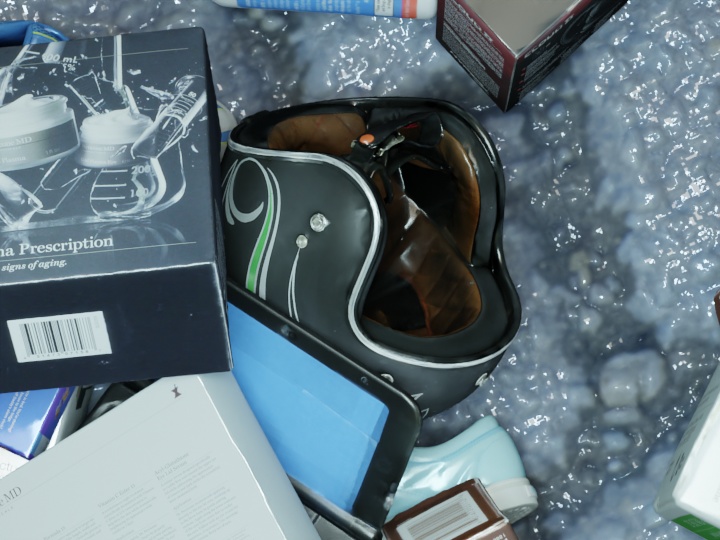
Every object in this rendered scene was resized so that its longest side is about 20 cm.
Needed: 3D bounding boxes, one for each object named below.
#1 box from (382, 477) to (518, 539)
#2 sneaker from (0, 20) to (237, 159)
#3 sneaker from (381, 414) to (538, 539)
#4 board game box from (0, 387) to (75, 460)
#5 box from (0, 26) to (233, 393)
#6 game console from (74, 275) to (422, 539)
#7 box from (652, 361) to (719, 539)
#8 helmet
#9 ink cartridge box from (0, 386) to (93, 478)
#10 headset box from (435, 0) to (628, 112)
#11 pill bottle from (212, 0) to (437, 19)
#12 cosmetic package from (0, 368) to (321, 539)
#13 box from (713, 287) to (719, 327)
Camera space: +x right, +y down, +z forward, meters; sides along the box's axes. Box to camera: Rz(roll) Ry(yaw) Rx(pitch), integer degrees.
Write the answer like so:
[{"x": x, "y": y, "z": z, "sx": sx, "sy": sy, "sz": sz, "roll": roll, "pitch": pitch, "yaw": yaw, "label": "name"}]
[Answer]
[{"x": 0.094, "y": 0.237, "z": 1.638, "sx": 0.075, "sy": 0.100, "sz": 0.201, "roll": -27, "pitch": 105, "yaw": -3, "label": "box"}, {"x": -0.179, "y": -0.111, "z": 1.729, "sx": 0.199, "sy": 0.105, "sz": 0.076, "roll": 13, "pitch": 82, "yaw": 4, "label": "sneaker"}, {"x": 0.009, "y": 0.147, "z": 1.709, "sx": 0.199, "sy": 0.074, "sz": 0.082, "roll": -16, "pitch": 70, "yaw": -7, "label": "sneaker"}, {"x": -0.219, "y": 0.001, "z": 1.659, "sx": 0.134, "sy": 0.045, "sz": 0.201, "roll": 24, "pitch": 81, "yaw": 6, "label": "board game box"}, {"x": -0.179, "y": -0.034, "z": 1.553, "sx": 0.199, "sy": 0.104, "sz": 0.183, "roll": -6, "pitch": 51, "yaw": 0, "label": "box"}, {"x": -0.087, "y": 0.116, "z": 1.605, "sx": 0.199, "sy": 0.117, "sz": 0.176, "roll": 32, "pitch": 74, "yaw": 16, "label": "game console"}, {"x": 0.298, "y": 0.095, "z": 1.635, "sx": 0.171, "sy": 0.199, "sz": 0.201, "roll": 26, "pitch": 85, "yaw": 5, "label": "box"}, {"x": 0.000, "y": 0.000, "z": 1.664, "sx": 0.199, "sy": 0.200, "sz": 0.192, "roll": -5, "pitch": 107, "yaw": 1, "label": "helmet"}, {"x": -0.244, "y": 0.054, "z": 1.718, "sx": 0.145, "sy": 0.084, "sz": 0.201, "roll": 13, "pitch": 83, "yaw": 3, "label": "ink cartridge box"}, {"x": 0.124, "y": -0.191, "z": 1.683, "sx": 0.149, "sy": 0.200, "sz": 0.077, "roll": -43, "pitch": 83, "yaw": -4, "label": "headset box"}, {"x": -0.045, "y": -0.224, "z": 1.738, "sx": 0.199, "sy": 0.112, "sz": 0.113, "roll": 4, "pitch": 82, "yaw": 2, "label": "pill bottle"}, {"x": -0.133, "y": 0.164, "z": 1.589, "sx": 0.199, "sy": 0.052, "sz": 0.151, "roll": -31, "pitch": 84, "yaw": 19, "label": "cosmetic package"}, {"x": 0.317, "y": 0.044, "z": 1.456, "sx": 0.199, "sy": 0.166, "sz": 0.165, "roll": -20, "pitch": 81, "yaw": 0, "label": "box"}]
